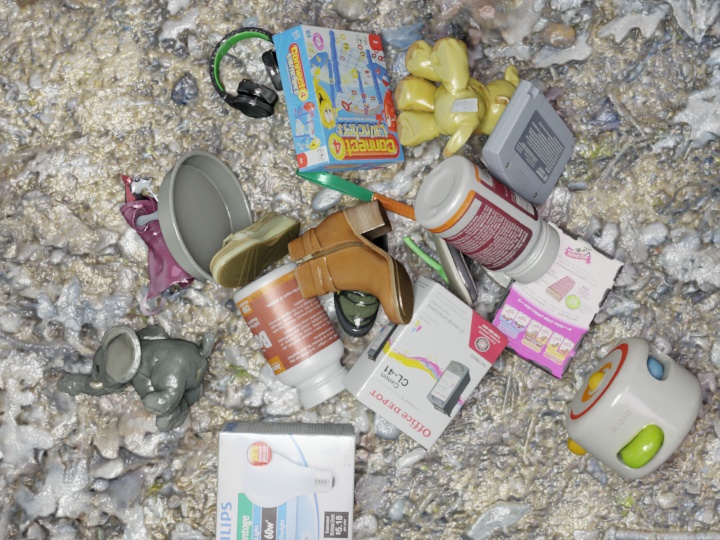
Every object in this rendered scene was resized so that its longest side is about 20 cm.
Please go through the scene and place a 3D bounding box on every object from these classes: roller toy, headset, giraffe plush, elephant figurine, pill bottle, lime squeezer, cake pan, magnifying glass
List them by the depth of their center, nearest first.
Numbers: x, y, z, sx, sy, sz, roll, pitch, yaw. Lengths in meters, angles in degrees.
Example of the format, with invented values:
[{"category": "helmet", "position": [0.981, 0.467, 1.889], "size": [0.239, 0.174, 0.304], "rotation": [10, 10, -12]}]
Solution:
[{"category": "pill bottle", "position": [0.184, -0.068, 1.556], "size": [0.199, 0.114, 0.115], "rotation": [31, 87, -27]}, {"category": "cake pan", "position": [-0.224, -0.074, 1.577], "size": [0.037, 0.200, 0.202], "rotation": [-14, 89, 28]}, {"category": "roller toy", "position": [0.391, 0.196, 1.585], "size": [0.139, 0.200, 0.183], "rotation": [36, 74, 0]}, {"category": "elephant figurine", "position": [-0.333, 0.137, 1.596], "size": [0.199, 0.142, 0.155], "rotation": [29, 58, 14]}, {"category": "pill bottle", "position": [-0.094, 0.097, 1.604], "size": [0.112, 0.112, 0.201], "rotation": [-29, 89, -2]}, {"category": "giraffe plush", "position": [0.168, -0.249, 1.607], "size": [0.161, 0.200, 0.174], "rotation": [1, 112, -36]}, {"category": "headset", "position": [-0.139, -0.283, 1.623], "size": [0.200, 0.094, 0.124], "rotation": [39, 88, 8]}, {"category": "magnifying glass", "position": [-0.003, -0.117, 1.640], "size": [0.199, 0.080, 0.023], "rotation": [19, 90, -12]}, {"category": "lime squeezer", "position": [0.121, 0.040, 1.651], "size": [0.070, 0.038, 0.201], "rotation": [-14, 90, -2]}]

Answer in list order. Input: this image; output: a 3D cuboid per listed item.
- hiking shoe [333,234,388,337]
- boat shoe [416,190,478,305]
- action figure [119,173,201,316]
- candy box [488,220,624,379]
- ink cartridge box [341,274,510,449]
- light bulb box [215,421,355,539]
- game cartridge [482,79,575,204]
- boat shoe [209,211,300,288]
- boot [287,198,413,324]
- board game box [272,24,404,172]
[{"category": "hiking shoe", "position": [0.000, 0.000, 1.616], "size": [0.075, 0.101, 0.201], "rotation": [6, 88, -1]}, {"category": "boat shoe", "position": [0.143, -0.042, 1.615], "size": [0.062, 0.073, 0.201], "rotation": [-18, 65, -6]}, {"category": "action figure", "position": [-0.302, -0.059, 1.623], "size": [0.149, 0.134, 0.200], "rotation": [-37, 90, 25]}, {"category": "candy box", "position": [0.289, 0.044, 1.644], "size": [0.136, 0.061, 0.201], "rotation": [30, 88, 1]}, {"category": "ink cartridge box", "position": [0.094, 0.131, 1.555], "size": [0.147, 0.086, 0.200], "rotation": [36, 87, -16]}, {"category": "light bulb box", "position": [-0.110, 0.327, 1.592], "size": [0.199, 0.125, 0.200], "rotation": [1, 89, -3]}, {"category": "game cartridge", "position": [0.247, -0.178, 1.595], "size": [0.041, 0.200, 0.134], "rotation": [32, 89, 34]}, {"category": "boat shoe", "position": [-0.162, -0.036, 1.575], "size": [0.063, 0.201, 0.074], "rotation": [28, 125, 18]}, {"category": "boot", "position": [-0.015, 0.011, 1.533], "size": [0.154, 0.074, 0.201], "rotation": [-24, 61, 15]}, {"category": "board game box", "position": [-0.028, -0.246, 1.578], "size": [0.056, 0.200, 0.197], "rotation": [-12, 89, 35]}]
